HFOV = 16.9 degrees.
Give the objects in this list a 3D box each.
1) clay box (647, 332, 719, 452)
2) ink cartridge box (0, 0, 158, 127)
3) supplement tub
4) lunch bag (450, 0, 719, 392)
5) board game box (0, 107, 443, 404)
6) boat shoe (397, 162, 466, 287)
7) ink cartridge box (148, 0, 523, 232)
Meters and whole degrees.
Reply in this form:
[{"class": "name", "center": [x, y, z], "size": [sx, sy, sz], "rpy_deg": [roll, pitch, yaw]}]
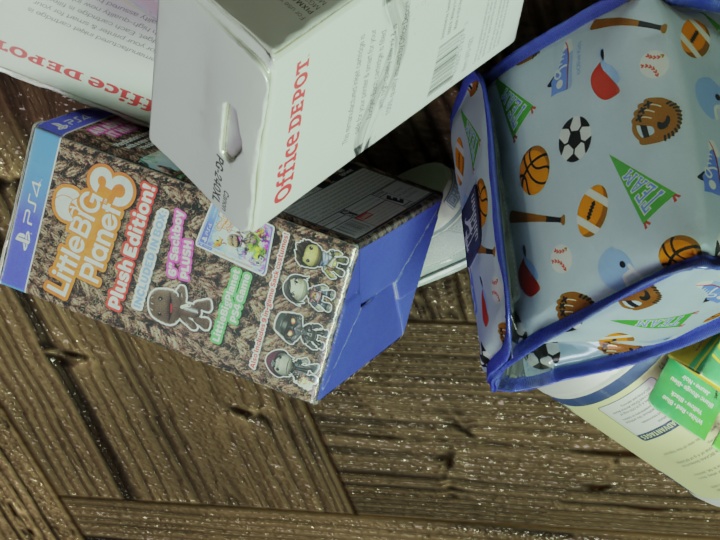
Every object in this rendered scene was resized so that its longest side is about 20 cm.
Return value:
[{"class": "clay box", "center": [0.258, 0.020, 1.345], "size": [0.115, 0.200, 0.048], "rpy_deg": [32, 180, -22]}, {"class": "ink cartridge box", "center": [-0.120, -0.175, 1.308], "size": [0.145, 0.088, 0.200], "rpy_deg": [21, 143, -6]}, {"class": "supplement tub", "center": [0.206, 0.052, 1.440], "size": [0.200, 0.145, 0.145], "rpy_deg": [34, 141, -24]}, {"class": "lunch bag", "center": [0.126, -0.039, 1.304], "size": [0.124, 0.170, 0.200], "rpy_deg": [9, 155, -39]}, {"class": "board game box", "center": [-0.077, -0.020, 1.390], "size": [0.200, 0.159, 0.097], "rpy_deg": [21, 108, 15]}, {"class": "boat shoe", "center": [0.001, -0.001, 1.513], "size": [0.201, 0.070, 0.072], "rpy_deg": [-23, 124, 38]}, {"class": "ink cartridge box", "center": [-0.007, -0.132, 1.214], "size": [0.083, 0.200, 0.145], "rpy_deg": [42, 151, 20]}]
